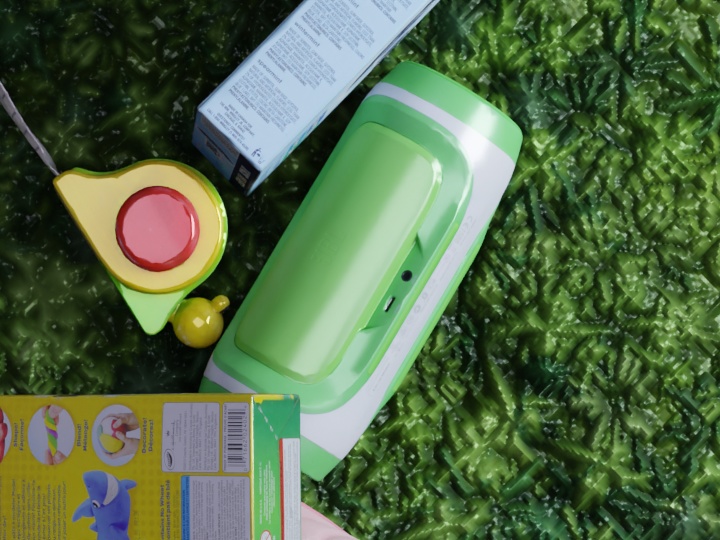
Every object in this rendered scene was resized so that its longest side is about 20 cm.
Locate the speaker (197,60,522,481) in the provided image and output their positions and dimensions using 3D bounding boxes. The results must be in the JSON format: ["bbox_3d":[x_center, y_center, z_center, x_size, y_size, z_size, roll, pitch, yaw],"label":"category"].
[{"bbox_3d":[0.000,0.000,1.295,0.088,0.088,0.201,31,86,-3],"label":"speaker"}]

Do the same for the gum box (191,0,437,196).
[{"bbox_3d":[0.003,-0.126,1.257,0.045,0.170,0.200,45,86,-2],"label":"gum box"}]

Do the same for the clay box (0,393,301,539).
[{"bbox_3d":[-0.123,0.117,1.263,0.199,0.048,0.116,-1,88,32],"label":"clay box"}]

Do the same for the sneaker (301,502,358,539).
[{"bbox_3d":[-0.035,0.152,1.277,0.199,0.105,0.076,24,88,-3],"label":"sneaker"}]

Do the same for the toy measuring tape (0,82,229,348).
[{"bbox_3d":[-0.120,-0.053,1.295,0.073,0.074,0.201,-32,91,-5],"label":"toy measuring tape"}]
